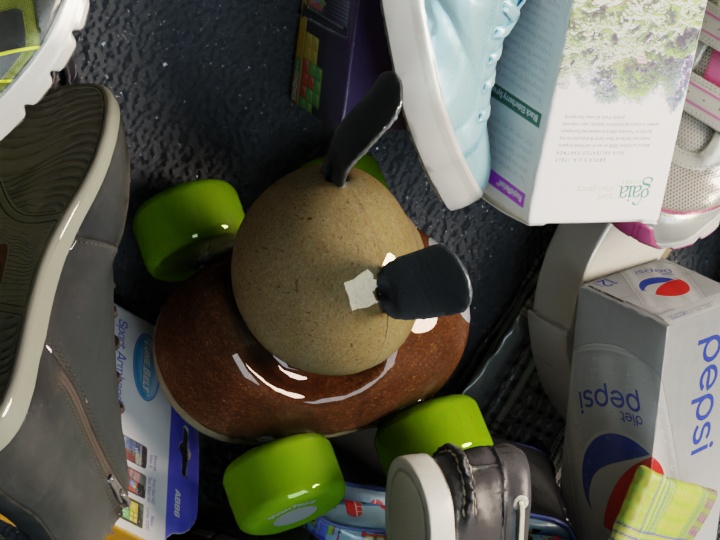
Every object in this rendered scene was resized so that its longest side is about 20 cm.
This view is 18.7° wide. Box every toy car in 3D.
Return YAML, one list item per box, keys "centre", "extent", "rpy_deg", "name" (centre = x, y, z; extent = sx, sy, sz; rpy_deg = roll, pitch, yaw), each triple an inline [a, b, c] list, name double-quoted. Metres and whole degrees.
- centre: [0.000, 0.000, 0.985]
  extent: [0.157, 0.165, 0.200]
  rpy_deg: [-13, 159, -27]
  name: "toy car"

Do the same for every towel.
- centre: [0.106, 0.187, 1.069]
  extent: [0.201, 0.023, 0.143]
  rpy_deg: [-60, 159, 3]
  name: "towel"
- centre: [0.134, 0.086, 1.249]
  extent: [0.199, 0.035, 0.193]
  rpy_deg: [30, 95, -38]
  name: "towel"

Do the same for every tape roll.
- centre: [0.183, 0.011, 1.211]
  extent: [0.201, 0.037, 0.205]
  rpy_deg: [-16, 119, -30]
  name: "tape roll"

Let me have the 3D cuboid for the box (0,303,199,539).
- centre: [-0.153, 0.055, 1.004]
  extent: [0.041, 0.120, 0.200]
  rpy_deg: [-25, 138, 31]
  name: "box"

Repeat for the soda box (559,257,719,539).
- centre: [0.150, 0.101, 1.159]
  extent: [0.068, 0.063, 0.202]
  rpy_deg: [-16, 120, -39]
  name: "soda box"

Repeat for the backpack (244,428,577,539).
- centre: [0.006, 0.183, 1.141]
  extent: [0.181, 0.135, 0.201]
  rpy_deg: [14, 114, -16]
  name: "backpack"

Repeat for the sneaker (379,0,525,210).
- centre: [0.050, -0.121, 0.987]
  extent: [0.081, 0.074, 0.201]
  rpy_deg: [-10, 121, 4]
  name: "sneaker"

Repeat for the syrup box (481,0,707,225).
- centre: [0.109, -0.126, 1.028]
  extent: [0.078, 0.081, 0.202]
  rpy_deg: [-2, 114, -28]
  name: "syrup box"

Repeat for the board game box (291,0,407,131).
- centre: [0.060, -0.172, 1.062]
  extent: [0.164, 0.057, 0.202]
  rpy_deg: [-7, 116, -31]
  name: "board game box"

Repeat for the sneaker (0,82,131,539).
- centre: [-0.134, 0.021, 0.945]
  extent: [0.106, 0.074, 0.201]
  rpy_deg: [59, 36, -47]
  name: "sneaker"

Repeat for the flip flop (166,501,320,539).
- centre: [-0.078, 0.155, 1.046]
  extent: [0.081, 0.199, 0.058]
  rpy_deg: [-34, 121, -37]
  name: "flip flop"

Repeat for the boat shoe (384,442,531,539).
- centre: [0.046, 0.166, 1.025]
  extent: [0.060, 0.074, 0.202]
  rpy_deg: [-10, 120, -18]
  name: "boat shoe"

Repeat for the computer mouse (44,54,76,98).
- centre: [-0.224, -0.085, 0.934]
  extent: [0.200, 0.053, 0.139]
  rpy_deg: [-40, 134, -20]
  name: "computer mouse"

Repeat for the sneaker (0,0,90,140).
- centre: [-0.181, -0.083, 0.882]
  extent: [0.084, 0.074, 0.201]
  rpy_deg: [30, 90, -46]
  name: "sneaker"

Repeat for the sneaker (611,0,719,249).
- centre: [0.182, -0.103, 1.115]
  extent: [0.201, 0.081, 0.088]
  rpy_deg: [-60, 172, -23]
  name: "sneaker"

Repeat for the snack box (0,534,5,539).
- centre: [-0.169, 0.161, 1.043]
  extent: [0.037, 0.116, 0.201]
  rpy_deg: [-40, 127, -8]
  name: "snack box"
